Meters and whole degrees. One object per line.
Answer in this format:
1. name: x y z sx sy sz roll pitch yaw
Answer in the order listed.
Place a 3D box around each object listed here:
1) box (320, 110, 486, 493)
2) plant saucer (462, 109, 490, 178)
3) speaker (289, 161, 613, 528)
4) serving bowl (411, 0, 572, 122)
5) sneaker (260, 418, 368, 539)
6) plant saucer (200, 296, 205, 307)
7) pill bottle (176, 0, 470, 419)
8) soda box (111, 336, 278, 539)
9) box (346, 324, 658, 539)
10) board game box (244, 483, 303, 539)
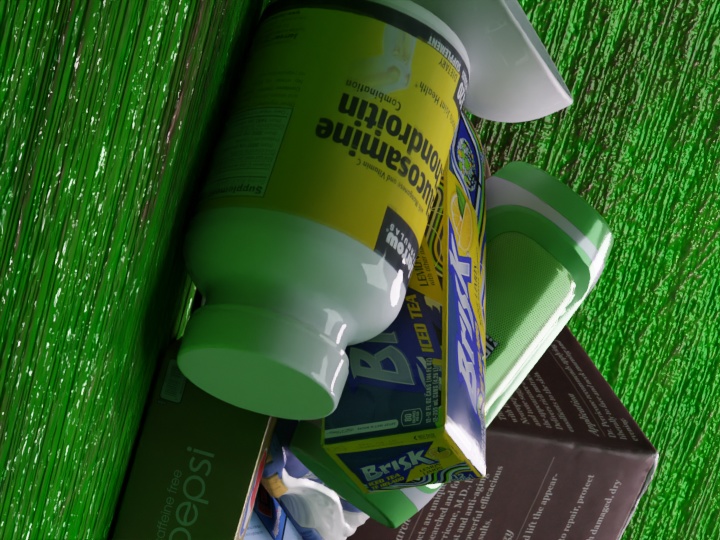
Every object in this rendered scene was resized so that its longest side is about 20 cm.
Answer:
1. box: 0.024 0.010 1.343 0.064 0.070 0.200 52 34 -54
2. plant saucer: 0.020 -0.040 1.842 0.200 0.029 0.200 3 -86 51
3. speaker: 0.050 0.039 1.410 0.200 0.088 0.088 -52 173 -10
4. serving bowl: 0.036 -0.158 1.403 0.066 0.200 0.200 -31 -177 7
5. sneaker: -0.028 0.088 1.482 0.088 0.075 0.200 -36 152 -2
6. plant saucer: -0.040 -0.018 1.493 0.201 0.039 0.201 16 90 -80
7. pill bottle: -0.022 -0.033 1.279 0.112 0.112 0.200 100 6 -67
8. soda box: -0.095 0.140 1.361 0.068 0.064 0.200 -48 155 -84
9. box: 0.052 0.128 1.691 0.164 0.200 0.166 -68 -152 24
10. board game box: -0.069 0.145 1.511 0.200 0.019 0.103 15 58 -77
